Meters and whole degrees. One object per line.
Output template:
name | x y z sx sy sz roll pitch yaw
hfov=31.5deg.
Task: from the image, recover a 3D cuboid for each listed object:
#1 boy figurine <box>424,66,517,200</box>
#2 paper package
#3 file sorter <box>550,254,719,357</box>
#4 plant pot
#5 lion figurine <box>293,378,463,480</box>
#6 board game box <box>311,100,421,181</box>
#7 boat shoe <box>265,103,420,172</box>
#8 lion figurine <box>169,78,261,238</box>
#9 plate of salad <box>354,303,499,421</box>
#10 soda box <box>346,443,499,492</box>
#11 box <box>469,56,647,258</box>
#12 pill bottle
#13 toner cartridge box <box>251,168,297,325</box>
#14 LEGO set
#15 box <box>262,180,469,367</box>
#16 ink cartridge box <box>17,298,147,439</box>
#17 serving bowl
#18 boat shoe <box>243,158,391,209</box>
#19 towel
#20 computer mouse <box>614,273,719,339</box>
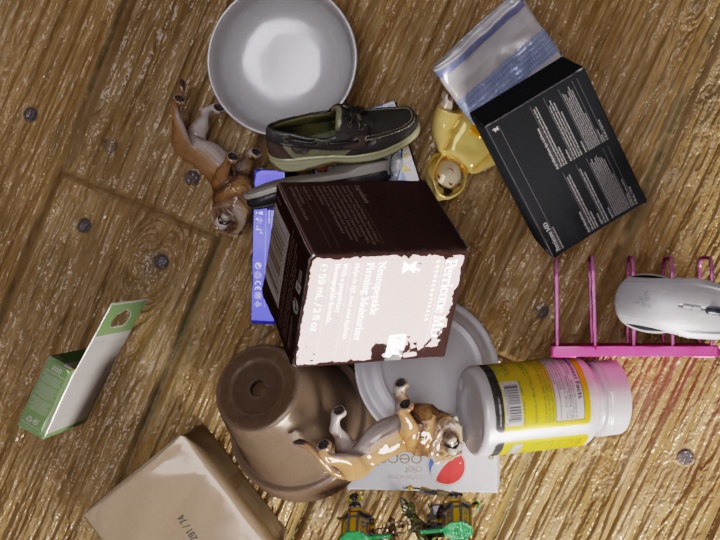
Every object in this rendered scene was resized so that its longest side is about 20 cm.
boy figurine | 0.142 -0.178 1.642 0.124 0.064 0.200 38 92 -20
paper package | -0.232 0.340 1.705 0.190 0.103 0.200 -39 87 8
file sorter | 0.337 0.044 1.594 0.199 0.139 0.126 0 89 8
plant pot | -0.096 0.177 1.608 0.199 0.175 0.201 -8 65 18
lion figurine | 0.026 0.210 1.559 0.199 0.073 0.123 -19 130 -2
board game box | 0.014 -0.108 1.687 0.135 0.034 0.201 -18 89 9
boat shoe | -0.023 -0.177 1.617 0.200 0.066 0.072 -13 46 -1
lion figurine | -0.201 -0.148 1.701 0.200 0.072 0.123 55 141 18
plate of salad | 0.085 0.130 1.658 0.199 0.048 0.201 5 72 -16
soda box | 0.083 0.251 1.675 0.199 0.064 0.069 0 92 9
box | 0.245 -0.140 1.584 0.141 0.079 0.201 -31 113 -2
pill bottle | 0.230 0.168 1.599 0.199 0.114 0.115 -4 92 -15
toner cartridge box | -0.113 -0.032 1.679 0.043 0.095 0.201 2 93 8
LEGO set | 0.067 0.326 1.644 0.199 0.116 0.154 -14 127 14
box | 0.000 0.000 1.551 0.199 0.164 0.167 -3 124 -19
ink cartridge box | -0.368 0.119 1.696 0.048 0.146 0.201 27 95 8
serving bowl | -0.098 -0.275 1.682 0.199 0.066 0.201 0 92 9
boat shoe | -0.051 -0.096 1.613 0.199 0.074 0.061 -15 104 -28
towel | 0.199 -0.228 1.597 0.147 0.024 0.200 -41 111 0
computer mouse | 0.399 0.048 1.493 0.199 0.044 0.110 6 88 8
